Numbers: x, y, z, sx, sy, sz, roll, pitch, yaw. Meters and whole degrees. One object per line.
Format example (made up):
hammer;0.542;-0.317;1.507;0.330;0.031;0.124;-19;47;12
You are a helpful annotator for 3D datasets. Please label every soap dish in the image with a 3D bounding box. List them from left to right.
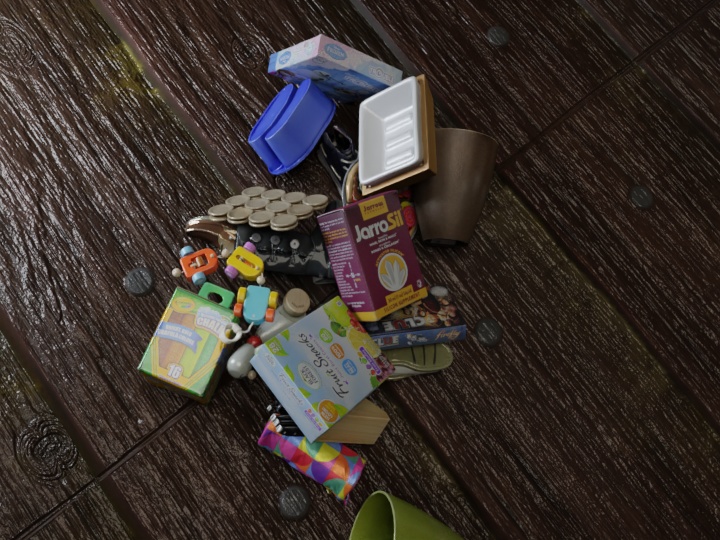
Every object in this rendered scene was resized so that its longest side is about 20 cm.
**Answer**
soap dish;0.072;-0.250;1.228;0.081;0.155;0.205;23;58;-46

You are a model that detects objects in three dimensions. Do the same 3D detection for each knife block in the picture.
knife block;-0.058;0.258;1.116;0.198;0.176;0.065;33;109;2

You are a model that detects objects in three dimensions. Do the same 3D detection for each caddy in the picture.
caddy;-0.131;-0.285;1.301;0.105;0.140;0.202;44;67;-33

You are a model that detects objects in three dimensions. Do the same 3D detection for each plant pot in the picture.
plant pot;0.099;0.490;1.077;0.196;0.187;0.191;21;69;-17
plant pot;0.178;-0.155;1.299;0.182;0.187;0.205;7;83;-6

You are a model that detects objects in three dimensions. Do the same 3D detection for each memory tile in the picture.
memory tile;-0.172;-0.116;1.205;0.196;0.017;0.153;11;31;28

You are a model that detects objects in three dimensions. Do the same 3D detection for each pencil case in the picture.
pencil case;-0.085;0.326;1.138;0.198;0.089;0.089;35;70;4

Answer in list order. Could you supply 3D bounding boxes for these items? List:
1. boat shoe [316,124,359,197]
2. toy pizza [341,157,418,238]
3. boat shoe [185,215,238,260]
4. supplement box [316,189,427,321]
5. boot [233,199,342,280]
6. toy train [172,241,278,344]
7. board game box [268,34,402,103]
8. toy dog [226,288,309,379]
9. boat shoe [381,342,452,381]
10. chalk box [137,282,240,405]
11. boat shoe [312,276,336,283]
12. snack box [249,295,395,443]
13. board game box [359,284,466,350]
boat shoe;-0.019;-0.201;1.314;0.074;0.093;0.201;-37;80;-18
toy pizza;0.049;-0.138;1.291;0.197;0.031;0.206;6;79;-35
boat shoe;-0.243;-0.055;1.244;0.195;0.076;0.073;10;72;-3
supplement box;0.022;-0.025;1.163;0.129;0.102;0.204;-22;98;-31
boot;-0.135;-0.070;1.216;0.195;0.066;0.168;6;64;-3
toy train;-0.227;0.034;1.121;0.148;0.056;0.202;-27;68;-18
board game box;-0.052;-0.393;1.279;0.197;0.197;0.044;12;87;-35
toy dog;-0.148;0.132;1.167;0.096;0.132;0.201;40;72;2
boat shoe;0.074;0.167;1.221;0.195;0.069;0.076;2;58;-7
chalk box;-0.290;0.117;1.153;0.122;0.124;0.204;21;70;-2
boat shoe;0.000;0.000;1.263;0.195;0.072;0.070;2;73;-8
snack box;-0.058;0.160;1.081;0.169;0.068;0.199;50;43;8
board game box;0.088;0.088;1.227;0.195;0.035;0.136;-6;34;-11
